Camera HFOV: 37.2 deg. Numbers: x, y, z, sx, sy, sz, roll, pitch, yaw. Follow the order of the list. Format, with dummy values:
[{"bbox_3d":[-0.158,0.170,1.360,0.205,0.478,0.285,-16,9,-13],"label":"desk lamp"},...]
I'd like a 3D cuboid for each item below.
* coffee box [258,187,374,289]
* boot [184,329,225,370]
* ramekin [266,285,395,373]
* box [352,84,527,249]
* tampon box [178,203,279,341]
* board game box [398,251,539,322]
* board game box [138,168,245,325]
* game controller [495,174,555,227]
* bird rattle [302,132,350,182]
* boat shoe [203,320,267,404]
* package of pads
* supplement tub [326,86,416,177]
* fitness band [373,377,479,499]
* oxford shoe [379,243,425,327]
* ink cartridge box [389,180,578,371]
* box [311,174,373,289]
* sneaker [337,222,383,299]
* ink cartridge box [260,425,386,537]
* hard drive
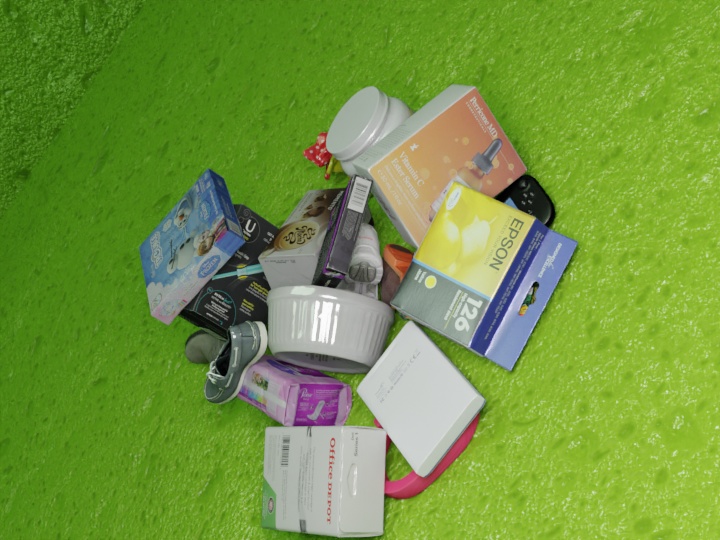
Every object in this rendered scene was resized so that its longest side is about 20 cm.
[{"bbox_3d":[-0.070,-0.051,1.779,0.111,0.081,0.201,-2,36,30],"label":"coffee box"},{"bbox_3d":[-0.264,0.172,1.944,0.198,0.067,0.132,-22,47,41],"label":"boot"},{"bbox_3d":[-0.050,0.094,1.625,0.201,0.201,0.096,-9,68,48],"label":"ramekin"},{"bbox_3d":[0.115,-0.153,1.574,0.199,0.153,0.106,-38,17,-3],"label":"box"},{"bbox_3d":[-0.224,0.006,1.856,0.125,0.149,0.202,5,66,52],"label":"tampon box"},{"bbox_3d":[0.155,0.023,1.508,0.197,0.023,0.106,0,65,30],"label":"board game box"},{"bbox_3d":[-0.289,-0.043,1.804,0.199,0.043,0.201,-47,36,16],"label":"board game box"},{"bbox_3d":[0.196,-0.046,1.554,0.200,0.042,0.105,-46,35,17],"label":"game controller"},{"bbox_3d":[-0.005,-0.219,1.945,0.163,0.113,0.200,-42,21,1],"label":"bird rattle"},{"bbox_3d":[-0.211,0.144,1.670,0.200,0.061,0.074,-50,50,42],"label":"boat shoe"},{"bbox_3d":[-0.113,0.187,1.682,0.199,0.119,0.077,16,99,55],"label":"package of pads"},{"bbox_3d":[0.057,-0.182,1.695,0.145,0.199,0.147,-37,33,29],"label":"supplement tub"},{"bbox_3d":[0.084,0.225,1.481,0.200,0.037,0.144,-48,37,15],"label":"fitness band"},{"bbox_3d":[0.075,0.038,1.634,0.074,0.070,0.201,-65,24,23],"label":"oxford shoe"},{"bbox_3d":[0.164,0.004,1.462,0.199,0.047,0.200,27,87,36],"label":"ink cartridge box"},{"bbox_3d":[-0.032,-0.042,1.577,0.200,0.036,0.145,133,153,-73],"label":"box"},{"bbox_3d":[0.000,0.000,1.682,0.201,0.077,0.101,112,167,-54],"label":"sneaker"},{"bbox_3d":[-0.054,0.295,1.508,0.199,0.083,0.149,-10,74,52],"label":"ink cartridge box"},{"bbox_3d":[0.079,0.172,1.473,0.133,0.025,0.200,-52,36,8],"label":"hard drive"}]
